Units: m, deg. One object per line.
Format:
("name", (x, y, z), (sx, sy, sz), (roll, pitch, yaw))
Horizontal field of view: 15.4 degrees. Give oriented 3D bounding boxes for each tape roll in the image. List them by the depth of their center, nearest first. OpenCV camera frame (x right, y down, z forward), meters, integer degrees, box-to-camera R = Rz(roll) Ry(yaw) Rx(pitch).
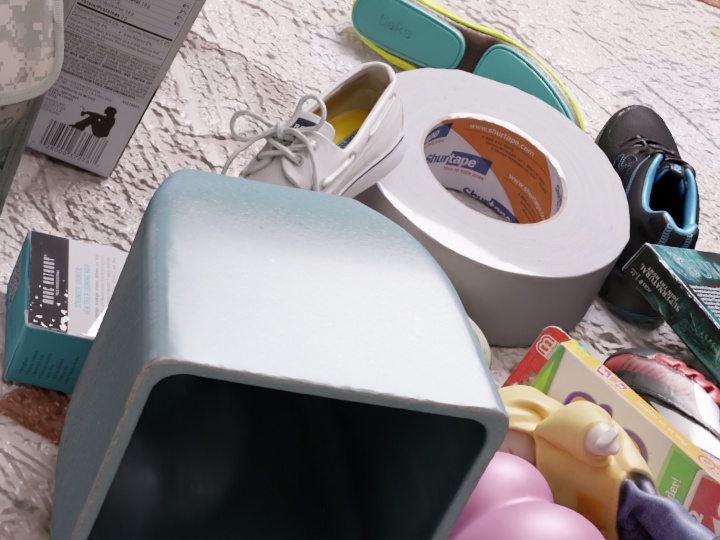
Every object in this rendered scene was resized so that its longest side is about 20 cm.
("tape roll", (0.077, -0.044, 1.767), (0.199, 0.066, 0.201), (16, 40, -14))

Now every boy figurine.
("boy figurine", (0.134, 0.125, 1.530), (0.064, 0.125, 0.200), (-36, 54, -22))

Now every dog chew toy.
("dog chew toy", (0.093, 0.185, 1.463), (0.124, 0.125, 0.200), (-4, 52, -33))

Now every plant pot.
("plant pot", (-0.057, 0.057, 1.438), (0.196, 0.196, 0.200), (10, 42, -19))

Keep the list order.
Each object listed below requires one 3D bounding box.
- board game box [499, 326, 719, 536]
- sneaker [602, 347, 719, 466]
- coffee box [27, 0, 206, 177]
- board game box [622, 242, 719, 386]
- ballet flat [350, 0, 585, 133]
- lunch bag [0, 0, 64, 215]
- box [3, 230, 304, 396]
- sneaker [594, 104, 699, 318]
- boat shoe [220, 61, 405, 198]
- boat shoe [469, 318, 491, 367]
("board game box", (0.157, 0.130, 1.592), (0.200, 0.096, 0.030), (42, 20, 20))
("sneaker", (0.201, 0.127, 1.641), (0.098, 0.071, 0.201), (-12, 54, -42))
("coffee box", (-0.149, -0.175, 1.669), (0.080, 0.200, 0.113), (20, 38, -15))
("board game box", (0.266, 0.043, 1.753), (0.200, 0.028, 0.135), (6, 40, -55))
("ballet flat", (0.083, -0.145, 1.892), (0.200, 0.067, 0.067), (35, 18, 12))
("lunch bag", (-0.269, -0.118, 1.540), (0.164, 0.200, 0.118), (-9, 50, -38))
("box", (-0.108, 0.041, 1.575), (0.199, 0.049, 0.082), (14, 40, -17))
("sneaker", (0.207, -0.056, 1.843), (0.073, 0.082, 0.200), (16, 39, -14))
("boat shoe", (-0.037, -0.069, 1.610), (0.074, 0.086, 0.202), (25, 45, 29))
("boat shoe", (0.000, 0.000, 1.652), (0.200, 0.066, 0.074), (36, 79, 11))
